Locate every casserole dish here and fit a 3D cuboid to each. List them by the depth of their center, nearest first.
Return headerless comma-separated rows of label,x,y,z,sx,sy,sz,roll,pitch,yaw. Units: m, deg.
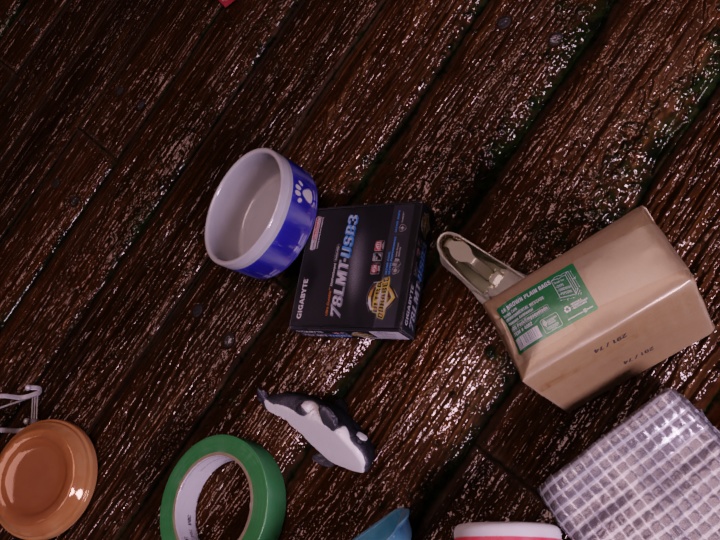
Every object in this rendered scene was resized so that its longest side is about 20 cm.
casserole dish,-0.009,0.366,0.882,0.199,0.121,0.039,-38,85,10

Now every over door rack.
over door rack,-0.681,0.313,1.342,0.199,0.067,0.149,-25,57,20

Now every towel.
towel,0.309,0.239,0.753,0.200,0.085,0.166,-42,55,9

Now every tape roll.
tape roll,-0.201,0.344,1.044,0.199,0.048,0.202,-13,64,27

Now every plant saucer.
plant saucer,-0.546,0.353,1.226,0.198,0.037,0.202,-5,69,11

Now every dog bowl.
dog bowl,-0.162,-0.091,1.164,0.199,0.078,0.202,-23,56,38

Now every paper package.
paper package,0.266,0.051,0.796,0.199,0.190,0.104,-34,55,16

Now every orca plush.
orca plush,-0.051,0.212,1.017,0.199,0.071,0.106,10,119,39

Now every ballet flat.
ballet flat,0.170,0.010,0.951,0.070,0.069,0.200,-51,53,2

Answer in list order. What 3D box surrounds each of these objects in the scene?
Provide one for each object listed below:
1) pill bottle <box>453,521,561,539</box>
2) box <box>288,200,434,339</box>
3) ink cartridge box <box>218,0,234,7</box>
pill bottle,0.161,0.376,0.763,0.119,0.119,0.202,-12,64,27
box,0.000,0.000,1.073,0.197,0.050,0.202,0,69,31
ink cartridge box,-0.250,-0.661,1.455,0.199,0.144,0.084,-33,56,15
